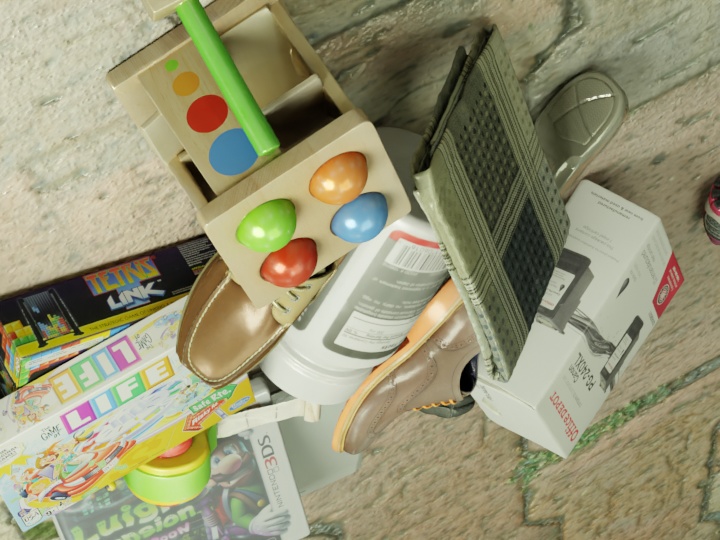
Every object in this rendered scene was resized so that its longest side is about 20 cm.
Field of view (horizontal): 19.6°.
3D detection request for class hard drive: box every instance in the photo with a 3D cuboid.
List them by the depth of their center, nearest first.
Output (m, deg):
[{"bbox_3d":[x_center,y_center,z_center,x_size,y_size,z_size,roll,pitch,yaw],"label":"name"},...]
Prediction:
[{"bbox_3d":[-0.052,0.138,1.817,0.132,0.026,0.200,-23,150,-21],"label":"hard drive"}]

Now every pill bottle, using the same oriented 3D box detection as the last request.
[{"bbox_3d":[0.000,0.000,1.574,0.114,0.114,0.200,-6,141,-41],"label":"pill bottle"}]

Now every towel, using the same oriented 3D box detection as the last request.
[{"bbox_3d":[0.091,-0.051,1.503,0.034,0.193,0.200,-5,127,27],"label":"towel"}]

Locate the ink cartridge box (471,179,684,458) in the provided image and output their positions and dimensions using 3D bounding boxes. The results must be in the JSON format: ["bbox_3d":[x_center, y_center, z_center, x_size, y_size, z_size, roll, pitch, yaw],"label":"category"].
[{"bbox_3d":[0.183,0.046,1.793,0.200,0.083,0.145,-56,154,-10],"label":"ink cartridge box"}]

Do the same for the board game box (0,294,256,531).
[{"bbox_3d":[-0.178,0.101,1.507,0.200,0.034,0.135,-29,151,-10],"label":"board game box"}]

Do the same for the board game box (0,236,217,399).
[{"bbox_3d":[-0.180,0.064,1.545,0.200,0.057,0.165,-18,149,-28],"label":"board game box"}]

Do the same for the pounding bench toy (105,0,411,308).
[{"bbox_3d":[-0.069,-0.092,1.320,0.124,0.156,0.200,-33,151,-2],"label":"pounding bench toy"}]

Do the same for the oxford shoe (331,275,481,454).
[{"bbox_3d":[0.046,0.090,1.657,0.200,0.073,0.071,-52,176,34],"label":"oxford shoe"}]

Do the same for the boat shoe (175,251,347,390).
[{"bbox_3d":[-0.053,-0.008,1.429,0.200,0.076,0.074,-54,-172,-5],"label":"boat shoe"}]

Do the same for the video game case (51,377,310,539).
[{"bbox_3d":[-0.151,0.194,1.728,0.200,0.023,0.182,-22,131,-10],"label":"video game case"}]

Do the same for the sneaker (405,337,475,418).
[{"bbox_3d":[0.056,0.077,1.767,0.200,0.071,0.099,7,109,-55],"label":"sneaker"}]

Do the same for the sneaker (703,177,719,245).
[{"bbox_3d":[0.413,-0.034,1.907,0.075,0.200,0.081,94,19,-59],"label":"sneaker"}]

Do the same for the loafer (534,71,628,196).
[{"bbox_3d":[0.139,-0.072,1.661,0.200,0.072,0.063,-44,157,10],"label":"loafer"}]

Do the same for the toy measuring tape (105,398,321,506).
[{"bbox_3d":[-0.116,0.143,1.645,0.200,0.074,0.074,-11,145,-19],"label":"toy measuring tape"}]
